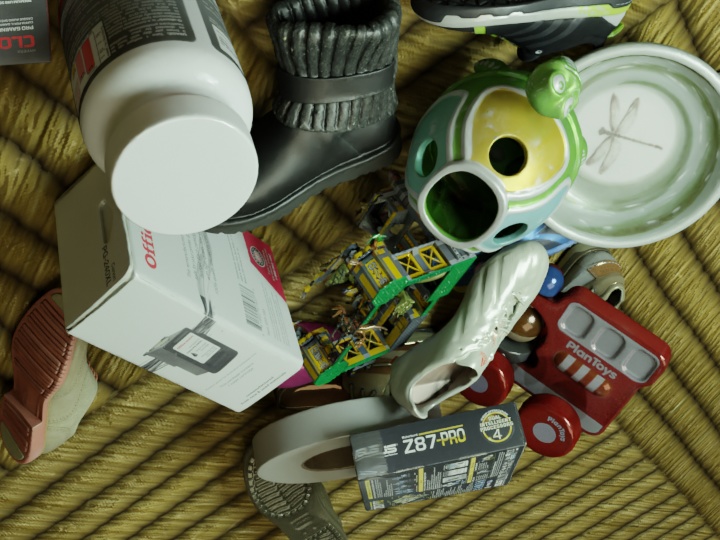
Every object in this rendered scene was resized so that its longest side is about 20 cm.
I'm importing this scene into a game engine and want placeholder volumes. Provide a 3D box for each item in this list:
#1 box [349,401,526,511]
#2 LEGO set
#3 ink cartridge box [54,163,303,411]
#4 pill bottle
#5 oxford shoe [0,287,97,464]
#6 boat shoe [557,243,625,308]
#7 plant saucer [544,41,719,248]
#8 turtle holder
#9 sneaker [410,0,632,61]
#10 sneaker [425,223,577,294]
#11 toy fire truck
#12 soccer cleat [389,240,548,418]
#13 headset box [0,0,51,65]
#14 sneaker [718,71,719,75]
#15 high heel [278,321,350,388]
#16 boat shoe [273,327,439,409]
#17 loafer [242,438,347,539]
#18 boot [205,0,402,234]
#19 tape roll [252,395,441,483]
[{"bbox_3d":[0.074,0.189,1.100,0.160,0.050,0.200,-13,159,-1],"label":"box"},{"bbox_3d":[0.000,0.000,1.005,0.153,0.116,0.200,-23,157,-31],"label":"LEGO set"},{"bbox_3d":[-0.153,0.011,0.930,0.083,0.146,0.200,-36,137,20],"label":"ink cartridge box"},{"bbox_3d":[-0.138,-0.126,0.755,0.115,0.201,0.116,-12,137,-12],"label":"pill bottle"},{"bbox_3d":[-0.279,0.090,1.030,0.074,0.071,0.201,-16,144,-47],"label":"oxford shoe"},{"bbox_3d":[0.222,0.061,1.209,0.074,0.069,0.201,-3,136,-25],"label":"boat shoe"},{"bbox_3d":[0.235,-0.116,0.993,0.198,0.050,0.202,2,124,3],"label":"plant saucer"},{"bbox_3d":[0.119,-0.089,0.909,0.184,0.132,0.142,-15,113,36],"label":"turtle holder"},{"bbox_3d":[0.133,-0.200,0.900,0.198,0.072,0.083,-7,138,-18],"label":"sneaker"},{"bbox_3d":[0.154,-0.052,1.065,0.199,0.066,0.079,-30,135,7],"label":"sneaker"},{"bbox_3d":[0.192,0.074,1.116,0.112,0.199,0.169,-42,165,-46],"label":"toy fire truck"},{"bbox_3d":[0.109,0.058,1.037,0.200,0.078,0.069,-46,120,6],"label":"soccer cleat"},{"bbox_3d":[-0.276,-0.211,0.699,0.147,0.075,0.201,-7,136,-18],"label":"headset box"},{"bbox_3d":[0.307,-0.134,1.041,0.198,0.080,0.074,-16,140,-6],"label":"sneaker"},{"bbox_3d":[-0.096,0.066,1.065,0.198,0.068,0.096,2,154,-9],"label":"high heel"},{"bbox_3d":[0.009,0.114,1.163,0.198,0.074,0.076,-11,137,-14],"label":"boat shoe"},{"bbox_3d":[-0.080,0.255,1.277,0.076,0.068,0.201,-26,123,-1],"label":"loafer"},{"bbox_3d":[-0.061,-0.129,0.875,0.210,0.080,0.158,-26,146,-13],"label":"boot"},{"bbox_3d":[-0.011,0.175,1.140,0.201,0.037,0.203,-10,159,-4],"label":"tape roll"}]
